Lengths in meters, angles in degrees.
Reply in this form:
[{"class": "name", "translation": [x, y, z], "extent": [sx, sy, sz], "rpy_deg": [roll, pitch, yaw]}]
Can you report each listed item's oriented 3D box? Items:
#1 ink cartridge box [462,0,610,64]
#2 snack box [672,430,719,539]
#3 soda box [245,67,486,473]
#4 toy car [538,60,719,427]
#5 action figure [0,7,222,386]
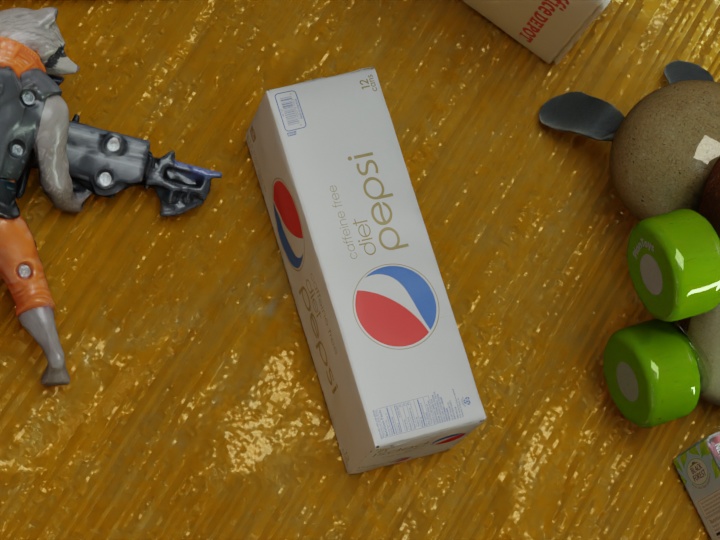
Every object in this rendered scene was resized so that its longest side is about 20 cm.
[{"class": "ink cartridge box", "translation": [0.059, -0.214, 1.285], "extent": [0.200, 0.148, 0.086], "rpy_deg": [35, 79, -2]}, {"class": "snack box", "translation": [0.290, 0.122, 1.287], "extent": [0.200, 0.053, 0.142], "rpy_deg": [-21, 80, -19]}, {"class": "soda box", "translation": [0.000, 0.000, 1.248], "extent": [0.064, 0.068, 0.200], "rpy_deg": [-13, 76, -17]}, {"class": "toy car", "translation": [0.184, -0.039, 1.294], "extent": [0.164, 0.158, 0.200], "rpy_deg": [-16, 48, -21]}, {"class": "action figure", "translation": [-0.167, -0.041, 1.206], "extent": [0.200, 0.105, 0.194], "rpy_deg": [6, 81, -9]}]
